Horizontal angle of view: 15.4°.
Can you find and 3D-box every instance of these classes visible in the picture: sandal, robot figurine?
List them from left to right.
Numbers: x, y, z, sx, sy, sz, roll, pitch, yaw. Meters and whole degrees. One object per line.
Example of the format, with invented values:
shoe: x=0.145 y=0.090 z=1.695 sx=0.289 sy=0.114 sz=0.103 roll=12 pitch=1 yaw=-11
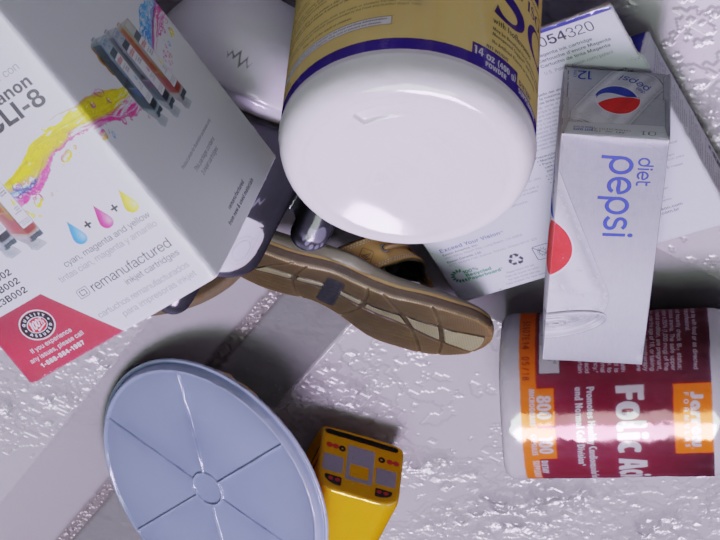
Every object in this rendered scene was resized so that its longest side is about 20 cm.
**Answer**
robot figurine: x=-0.093 y=-0.076 z=1.635 sx=0.150 sy=0.125 sz=0.200 roll=12 pitch=111 yaw=-42
sandal: x=0.000 y=0.000 z=1.750 sx=0.200 sy=0.054 sz=0.080 roll=22 pitch=156 yaw=-9

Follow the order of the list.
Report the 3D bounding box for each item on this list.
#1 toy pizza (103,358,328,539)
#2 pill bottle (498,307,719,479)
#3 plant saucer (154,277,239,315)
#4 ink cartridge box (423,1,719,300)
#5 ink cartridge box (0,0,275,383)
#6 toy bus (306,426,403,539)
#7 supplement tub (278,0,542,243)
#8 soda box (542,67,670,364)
toy pizza: x=-0.100 y=0.148 z=1.892 sx=0.200 sy=0.032 sz=0.200 roll=20 pitch=127 yaw=29
pill bottle: x=0.196 y=0.083 z=1.792 sx=0.200 sy=0.114 sz=0.114 roll=-2 pitch=134 yaw=7
plant saucer: x=-0.161 y=-0.049 z=1.758 sx=0.200 sy=0.029 sz=0.200 roll=3 pitch=134 yaw=3
ink cartridge box: x=0.111 y=-0.081 z=1.692 sx=0.196 sy=0.043 sz=0.200 roll=-16 pitch=130 yaw=22
ink cartridge box: x=-0.174 y=-0.075 z=1.484 sx=0.145 sy=0.145 sz=0.200 roll=-29 pitch=109 yaw=27
toy bus: x=-0.029 y=0.198 z=1.948 sx=0.065 sy=0.078 sz=0.200 roll=16 pitch=133 yaw=-10
supplement tub: x=0.032 y=-0.131 z=1.532 sx=0.145 sy=0.200 sz=0.145 roll=3 pitch=140 yaw=3
soda box: x=0.152 y=-0.031 z=1.664 sx=0.068 sy=0.063 sz=0.200 roll=4 pitch=135 yaw=3
